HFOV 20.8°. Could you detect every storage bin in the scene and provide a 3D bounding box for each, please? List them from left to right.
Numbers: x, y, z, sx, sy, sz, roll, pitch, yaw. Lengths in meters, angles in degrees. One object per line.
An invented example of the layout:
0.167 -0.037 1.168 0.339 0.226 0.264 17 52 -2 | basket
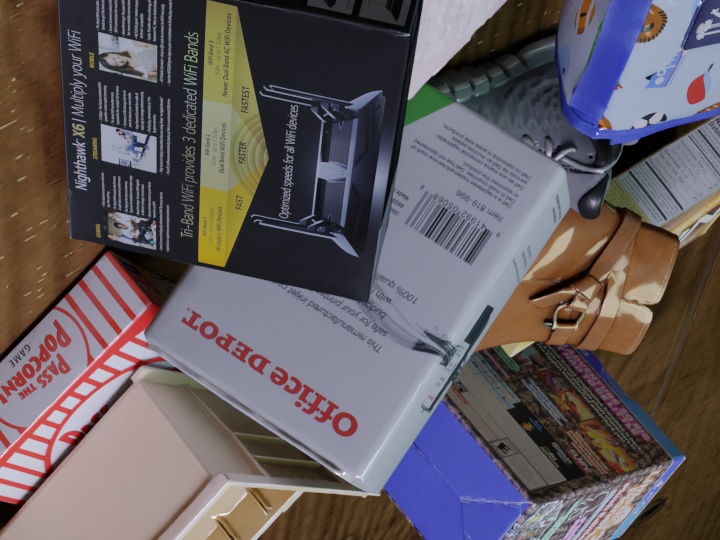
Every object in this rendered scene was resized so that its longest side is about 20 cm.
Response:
-0.116 0.167 1.173 0.200 0.094 0.198 -48 154 14 | storage bin

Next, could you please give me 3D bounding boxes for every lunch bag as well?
0.180 -0.179 1.050 0.200 0.124 0.170 -52 165 -45 | lunch bag

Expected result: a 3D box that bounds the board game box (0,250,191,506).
-0.140 0.078 1.163 0.152 0.046 0.200 -45 154 7 | board game box

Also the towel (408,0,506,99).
0.065 -0.196 0.986 0.200 0.032 0.191 -46 157 -27 | towel

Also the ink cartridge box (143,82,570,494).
0.000 0.000 1.060 0.200 0.146 0.083 -55 166 -6 | ink cartridge box

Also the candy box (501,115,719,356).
0.182 -0.025 1.409 0.200 0.055 0.115 -31 167 -24 | candy box

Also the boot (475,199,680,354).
0.106 0.028 1.290 0.155 0.077 0.200 17 112 -20 | boot

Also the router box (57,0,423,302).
-0.058 -0.076 0.920 0.200 0.157 0.052 99 4 -53 | router box

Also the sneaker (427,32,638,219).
0.089 -0.066 1.174 0.200 0.116 0.075 -28 151 -26 | sneaker

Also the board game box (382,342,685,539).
0.115 0.130 1.467 0.200 0.160 0.097 -8 140 -48 | board game box
